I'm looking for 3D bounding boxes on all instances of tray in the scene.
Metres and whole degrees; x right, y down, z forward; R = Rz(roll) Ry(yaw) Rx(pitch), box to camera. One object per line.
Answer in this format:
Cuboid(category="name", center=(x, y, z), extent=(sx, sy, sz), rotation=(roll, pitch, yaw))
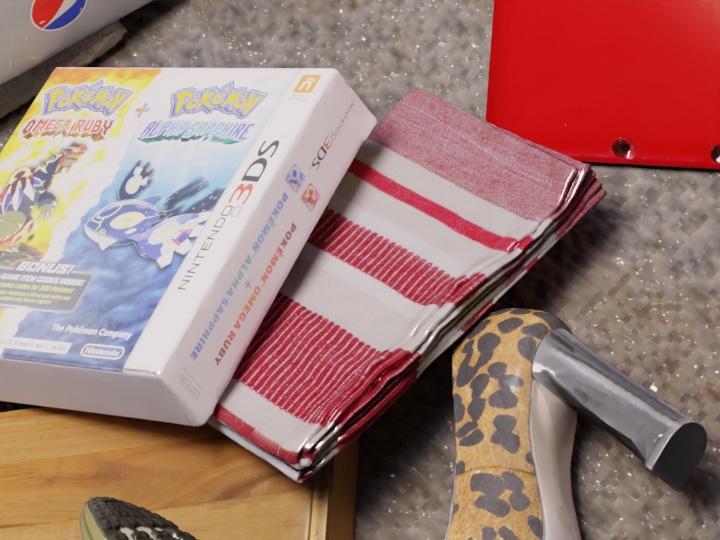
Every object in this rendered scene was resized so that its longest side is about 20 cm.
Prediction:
Cuboid(category="tray", center=(-0.100, 0.106, 1.197), extent=(0.199, 0.037, 0.099), rotation=(-9, 58, 19))

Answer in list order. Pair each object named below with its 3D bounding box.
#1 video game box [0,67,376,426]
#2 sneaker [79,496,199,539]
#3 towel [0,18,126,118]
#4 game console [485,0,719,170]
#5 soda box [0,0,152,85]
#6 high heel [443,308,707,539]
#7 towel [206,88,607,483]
Cuboid(category="video game box", center=(-0.113, -0.018, 1.238), extent=(0.199, 0.047, 0.183), rotation=(4, 52, 40))
Cuboid(category="sneaker", center=(-0.087, 0.190, 1.105), extent=(0.089, 0.077, 0.201), rotation=(-38, 64, 20))
Cuboid(category="towel", center=(-0.217, -0.160, 1.417), extent=(0.132, 0.034, 0.200), rotation=(-34, 53, 4))
Cuboid(category="game console", center=(0.173, -0.140, 1.232), extent=(0.199, 0.119, 0.172), rotation=(5, 32, 27))
Cuboid(category="soda box", center=(-0.140, -0.174, 1.337), extent=(0.199, 0.068, 0.063), rotation=(-31, 55, -12))
Cuboid(category="high heel", center=(0.042, 0.110, 1.117), extent=(0.200, 0.071, 0.142), rotation=(-48, 44, -8))
Cuboid(category="towel", center=(0.000, 0.000, 1.190), extent=(0.200, 0.023, 0.144), rotation=(-44, 39, -16))
